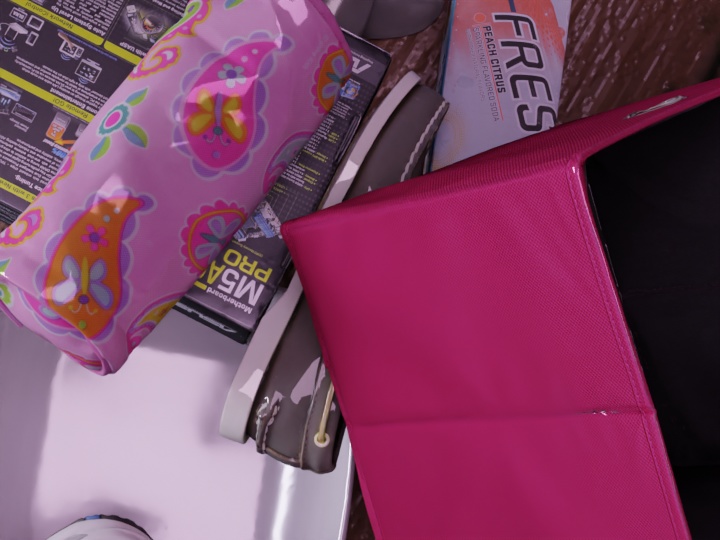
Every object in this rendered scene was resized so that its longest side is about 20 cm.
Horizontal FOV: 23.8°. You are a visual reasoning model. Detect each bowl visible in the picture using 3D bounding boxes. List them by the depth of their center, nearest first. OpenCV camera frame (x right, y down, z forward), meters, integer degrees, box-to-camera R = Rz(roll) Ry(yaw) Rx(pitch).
[{"bbox_3d":[-0.105,0.100,0.879,0.199,0.075,0.201,8,84,-6],"label":"bowl"}]

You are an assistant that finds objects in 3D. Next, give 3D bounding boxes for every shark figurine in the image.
[{"bbox_3d":[-0.019,-0.193,0.905,0.128,0.089,0.216,-10,90,-10],"label":"shark figurine"}]

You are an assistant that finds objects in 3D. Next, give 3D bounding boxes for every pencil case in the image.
[{"bbox_3d":[-0.087,-0.050,0.782,0.087,0.087,0.200,37,75,-4],"label":"pencil case"}]

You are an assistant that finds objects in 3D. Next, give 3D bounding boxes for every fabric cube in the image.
[{"bbox_3d":[0.119,0.031,0.747,0.196,0.199,0.201,-22,97,-35],"label":"fabric cube"}]

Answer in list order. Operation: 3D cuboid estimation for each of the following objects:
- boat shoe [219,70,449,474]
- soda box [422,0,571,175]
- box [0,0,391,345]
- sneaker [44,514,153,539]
[{"bbox_3d":[0.000,0.001,0.832,0.060,0.072,0.202,25,80,7],"label":"boat shoe"},{"bbox_3d":[0.068,-0.071,0.901,0.063,0.068,0.201,8,77,-1],"label":"soda box"},{"bbox_3d":[-0.107,-0.079,0.847,0.199,0.044,0.161,27,76,-3],"label":"box"},{"bbox_3d":[-0.171,0.192,0.777,0.200,0.077,0.076,-41,115,-7],"label":"sneaker"}]
